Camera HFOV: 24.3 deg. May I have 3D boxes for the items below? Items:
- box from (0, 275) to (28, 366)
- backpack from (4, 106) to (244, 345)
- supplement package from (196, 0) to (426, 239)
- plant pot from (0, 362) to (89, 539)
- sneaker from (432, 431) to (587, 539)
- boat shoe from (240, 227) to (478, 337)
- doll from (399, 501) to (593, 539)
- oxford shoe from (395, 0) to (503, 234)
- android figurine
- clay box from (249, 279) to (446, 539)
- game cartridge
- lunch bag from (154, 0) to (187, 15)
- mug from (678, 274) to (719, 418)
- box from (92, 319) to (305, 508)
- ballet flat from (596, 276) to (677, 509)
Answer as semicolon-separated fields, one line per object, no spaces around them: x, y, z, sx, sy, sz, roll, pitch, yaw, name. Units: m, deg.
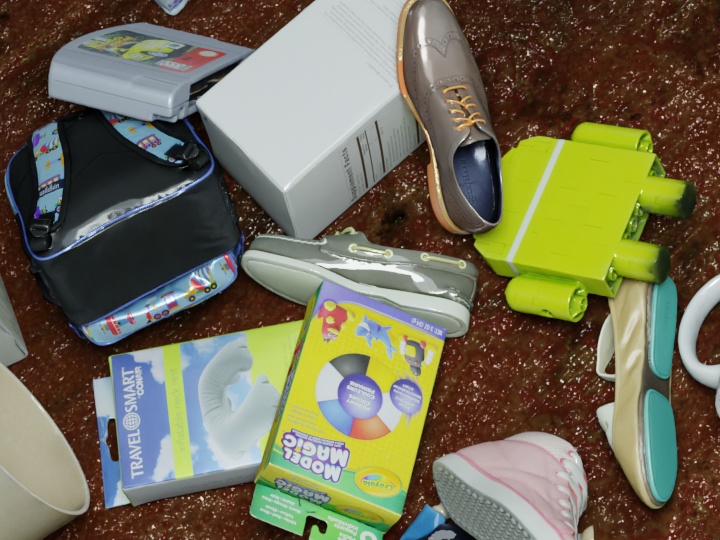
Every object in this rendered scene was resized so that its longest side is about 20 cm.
-0.363;-0.010;1.449;0.077;0.095;0.201;-23;64;-3;box
-0.206;-0.059;1.427;0.181;0.135;0.200;-28;37;-6;backpack
-0.023;-0.143;1.446;0.200;0.120;0.121;-41;69;-11;supplement package
-0.351;0.181;1.329;0.200;0.187;0.188;-40;66;4;plant pot
0.141;0.178;1.238;0.104;0.076;0.200;-17;26;-19;sneaker
0.000;0.001;1.408;0.199;0.072;0.061;14;67;7;boat shoe
0.084;0.243;1.300;0.197;0.049;0.138;-3;65;6;doll
0.082;-0.129;1.359;0.071;0.073;0.202;-19;99;-18;oxford shoe
0.175;-0.045;1.394;0.198;0.041;0.183;9;65;35;android figurine
-0.009;0.118;1.328;0.114;0.048;0.202;22;56;-9;clay box
-0.184;-0.176;1.458;0.132;0.200;0.041;11;110;15;game cartridge
-0.223;-0.358;1.544;0.127;0.170;0.200;-43;71;-9;lunch bag
0.343;0.042;1.314;0.198;0.148;0.177;-5;52;37;mug
-0.125;0.118;1.385;0.198;0.048;0.123;-11;65;2;box
0.221;0.097;1.349;0.063;0.069;0.202;-11;59;34;ballet flat
